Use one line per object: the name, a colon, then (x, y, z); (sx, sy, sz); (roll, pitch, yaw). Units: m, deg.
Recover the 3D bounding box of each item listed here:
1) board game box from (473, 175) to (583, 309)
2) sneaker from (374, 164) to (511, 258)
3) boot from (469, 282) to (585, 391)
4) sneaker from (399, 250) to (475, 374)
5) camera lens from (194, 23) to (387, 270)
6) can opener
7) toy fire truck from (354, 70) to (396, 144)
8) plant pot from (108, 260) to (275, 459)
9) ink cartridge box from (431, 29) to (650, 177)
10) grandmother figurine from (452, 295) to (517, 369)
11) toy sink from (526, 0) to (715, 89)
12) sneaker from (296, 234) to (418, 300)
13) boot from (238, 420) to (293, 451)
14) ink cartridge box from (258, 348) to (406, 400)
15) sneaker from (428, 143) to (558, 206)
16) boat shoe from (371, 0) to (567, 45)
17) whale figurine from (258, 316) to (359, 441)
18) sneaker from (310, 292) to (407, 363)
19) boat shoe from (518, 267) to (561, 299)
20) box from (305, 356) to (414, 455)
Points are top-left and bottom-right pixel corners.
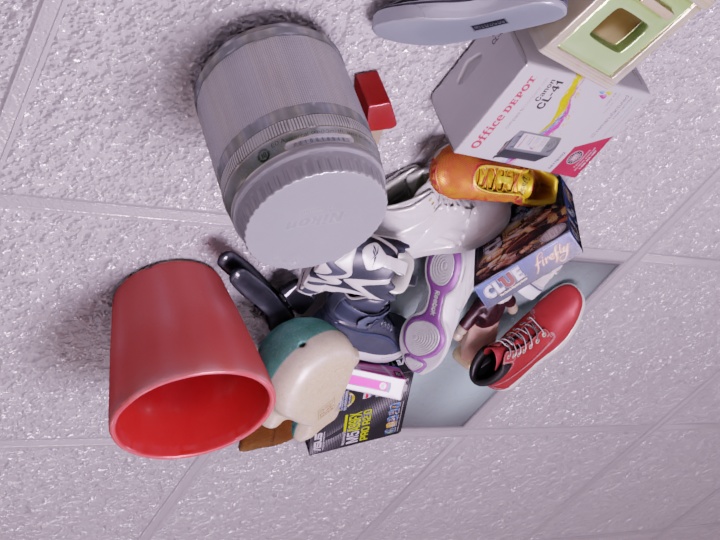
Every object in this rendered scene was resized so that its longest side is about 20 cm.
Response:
board game box: (0.205, -0.039, 1.479); (0.134, 0.201, 0.035); (-33, 106, 17)
sneaker: (0.101, -0.079, 1.454); (0.197, 0.074, 0.116); (-17, 145, -16)
boot: (0.244, 0.096, 1.741); (0.200, 0.072, 0.144); (-48, 158, 9)
sneaker: (0.117, 0.049, 1.603); (0.099, 0.074, 0.203); (-15, 130, -55)
camera lens: (-0.070, -0.126, 1.164); (0.157, 0.202, 0.161); (-14, 147, -10)
can opener: (-0.126, 0.020, 1.477); (0.079, 0.063, 0.200); (-49, 150, 0)
toy fire truck: (-0.033, -0.124, 1.331); (0.139, 0.049, 0.201); (-16, 149, -11)
plant pot: (-0.216, 0.101, 1.433); (0.197, 0.179, 0.202); (-13, 147, -9)
ink cartridge box: (0.201, -0.192, 1.333); (0.197, 0.087, 0.148); (4, 140, -37)
grandmother figurine: (0.180, 0.065, 1.734); (0.121, 0.060, 0.202); (-36, 155, -32)
toy sink: (0.268, -0.297, 1.190); (0.129, 0.113, 0.200); (16, 133, -44)
sneaker: (0.000, 0.000, 1.424); (0.128, 0.081, 0.199); (18, 161, -10)
boot: (-0.174, 0.217, 1.767); (0.186, 0.069, 0.201); (-20, 156, -17)
ink cartridge box: (-0.040, 0.130, 1.632); (0.196, 0.095, 0.038); (11, 103, -11)
sneaker: (0.161, -0.115, 1.419); (0.198, 0.077, 0.074); (0, 99, -41)
boat shoe: (0.105, -0.272, 1.173); (0.196, 0.069, 0.073); (-7, 166, 25)
whale figurine: (-0.075, 0.138, 1.524); (0.158, 0.104, 0.201); (-37, 152, -19)
sneaker: (0.027, 0.052, 1.603); (0.200, 0.077, 0.147); (-1, 136, -45)
boat shoe: (0.237, -0.016, 1.581); (0.070, 0.071, 0.200); (-47, 169, 19)
box: (-0.007, 0.205, 1.839); (0.157, 0.045, 0.201); (-12, 147, -14)
